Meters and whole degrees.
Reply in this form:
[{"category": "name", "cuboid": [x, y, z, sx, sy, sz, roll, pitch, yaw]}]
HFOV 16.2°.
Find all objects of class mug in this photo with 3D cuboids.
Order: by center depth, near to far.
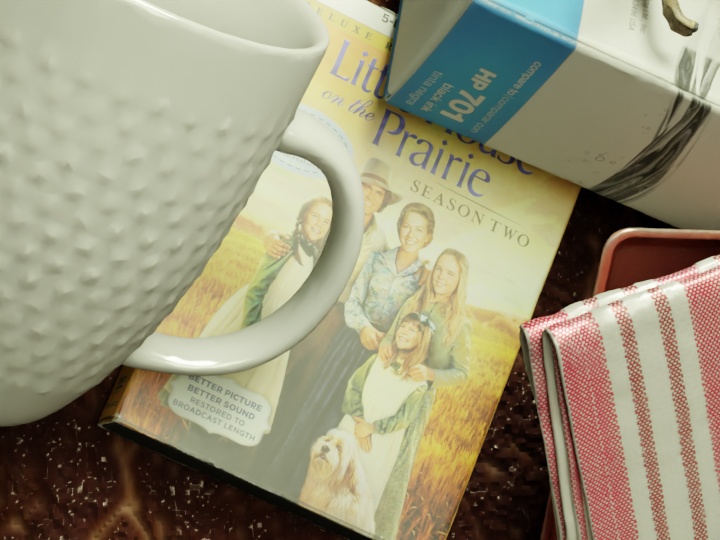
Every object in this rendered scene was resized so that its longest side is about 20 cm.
[{"category": "mug", "cuboid": [-0.093, -0.031, 0.913, 0.200, 0.148, 0.175, 22, 109, -21]}]

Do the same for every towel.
[{"category": "towel", "cuboid": [0.162, 0.049, 0.974, 0.200, 0.030, 0.147, -19, 121, -13]}]

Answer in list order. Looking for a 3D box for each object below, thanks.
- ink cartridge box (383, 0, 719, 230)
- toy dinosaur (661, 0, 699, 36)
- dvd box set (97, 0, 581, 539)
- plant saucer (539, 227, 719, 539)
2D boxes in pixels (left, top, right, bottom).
[{"category": "ink cartridge box", "cuboid": [0.123, -0.104, 1.022, 0.200, 0.086, 0.147, 23, 53, -17]}, {"category": "toy dinosaur", "cuboid": [0.130, -0.152, 0.964, 0.200, 0.058, 0.101, -29, 76, -37]}, {"category": "dvd box set", "cuboid": [0.000, 0.000, 1.014, 0.146, 0.029, 0.200, 27, 75, -14]}, {"category": "plant saucer", "cuboid": [0.164, 0.069, 1.019, 0.200, 0.037, 0.200, 1, 115, -19]}]
